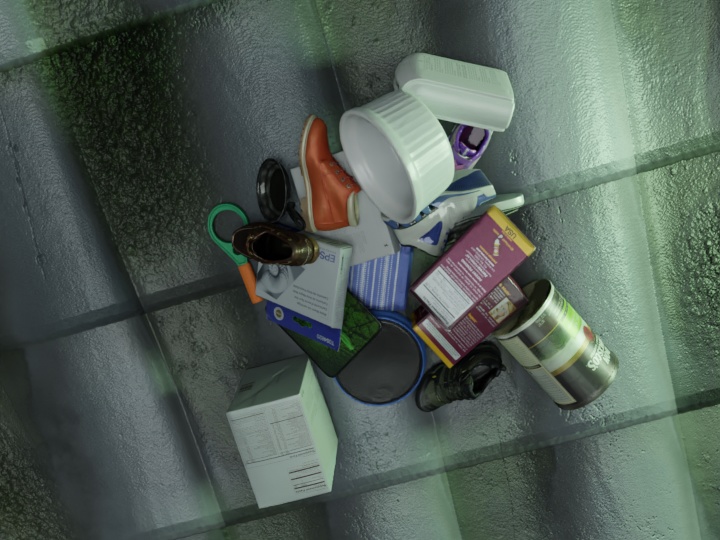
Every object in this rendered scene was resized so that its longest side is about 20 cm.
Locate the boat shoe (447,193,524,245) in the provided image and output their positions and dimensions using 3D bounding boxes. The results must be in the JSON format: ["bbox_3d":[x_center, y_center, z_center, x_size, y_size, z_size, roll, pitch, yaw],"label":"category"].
[{"bbox_3d":[0.210,-0.089,1.215,0.197,0.071,0.064,-18,103,14],"label":"boat shoe"}]

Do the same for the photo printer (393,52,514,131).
[{"bbox_3d":[0.153,-0.307,1.108,0.197,0.167,0.070,11,124,-2],"label":"photo printer"}]

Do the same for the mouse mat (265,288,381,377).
[{"bbox_3d":[-0.074,0.092,1.268,0.200,0.008,0.161,45,109,4],"label":"mouse mat"}]

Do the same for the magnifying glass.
[{"bbox_3d":[-0.233,-0.033,1.263,0.078,0.022,0.203,-18,102,6],"label":"magnifying glass"}]

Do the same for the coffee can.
[{"bbox_3d":[0.362,0.139,1.228,0.146,0.147,0.200,-43,100,11],"label":"coffee can"}]

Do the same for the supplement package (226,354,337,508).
[{"bbox_3d":[-0.143,0.302,1.259,0.145,0.191,0.203,-15,103,6],"label":"supplement package"}]

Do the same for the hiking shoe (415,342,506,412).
[{"bbox_3d":[0.190,0.217,1.275,0.199,0.101,0.076,-37,101,10],"label":"hiking shoe"}]

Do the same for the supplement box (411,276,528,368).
[{"bbox_3d":[0.204,0.071,1.244,0.200,0.086,0.110,-43,99,11],"label":"supplement box"}]

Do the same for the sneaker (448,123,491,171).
[{"bbox_3d":[0.174,-0.200,1.174,0.080,0.089,0.202,28,105,-7],"label":"sneaker"}]

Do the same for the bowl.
[{"bbox_3d":[0.033,0.177,1.300,0.197,0.039,0.204,0,104,1],"label":"bowl"}]

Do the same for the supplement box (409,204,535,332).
[{"bbox_3d":[0.192,-0.007,1.120,0.103,0.131,0.200,46,103,5],"label":"supplement box"}]

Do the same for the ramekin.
[{"bbox_3d":[0.061,-0.187,1.051,0.097,0.200,0.202,-34,103,-17],"label":"ramekin"}]

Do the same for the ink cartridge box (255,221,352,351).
[{"bbox_3d":[-0.111,0.029,1.202,0.198,0.040,0.203,18,110,34],"label":"ink cartridge box"}]

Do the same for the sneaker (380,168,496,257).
[{"bbox_3d":[0.142,-0.094,1.154,0.197,0.081,0.116,-21,127,6],"label":"sneaker"}]

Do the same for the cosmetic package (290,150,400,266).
[{"bbox_3d":[-0.026,-0.111,1.190,0.149,0.052,0.203,-14,96,23],"label":"cosmetic package"}]

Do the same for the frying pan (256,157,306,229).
[{"bbox_3d":[-0.136,-0.140,1.165,0.031,0.189,0.117,-6,102,-36],"label":"frying pan"}]

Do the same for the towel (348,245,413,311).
[{"bbox_3d":[0.000,0.000,1.265,0.197,0.024,0.147,6,104,2],"label":"towel"}]

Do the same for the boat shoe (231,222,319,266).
[{"bbox_3d":[-0.167,-0.048,1.163,0.198,0.070,0.072,7,100,38],"label":"boat shoe"}]

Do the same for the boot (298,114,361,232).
[{"bbox_3d":[-0.050,-0.167,1.127,0.105,0.075,0.203,1,109,15],"label":"boot"}]
